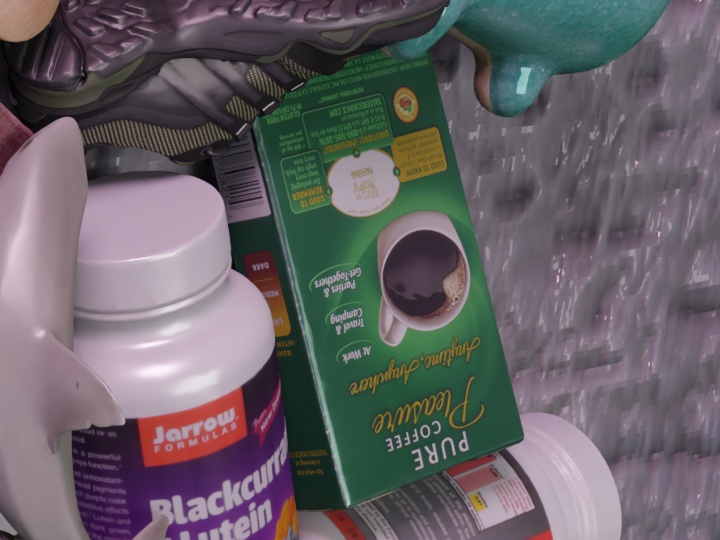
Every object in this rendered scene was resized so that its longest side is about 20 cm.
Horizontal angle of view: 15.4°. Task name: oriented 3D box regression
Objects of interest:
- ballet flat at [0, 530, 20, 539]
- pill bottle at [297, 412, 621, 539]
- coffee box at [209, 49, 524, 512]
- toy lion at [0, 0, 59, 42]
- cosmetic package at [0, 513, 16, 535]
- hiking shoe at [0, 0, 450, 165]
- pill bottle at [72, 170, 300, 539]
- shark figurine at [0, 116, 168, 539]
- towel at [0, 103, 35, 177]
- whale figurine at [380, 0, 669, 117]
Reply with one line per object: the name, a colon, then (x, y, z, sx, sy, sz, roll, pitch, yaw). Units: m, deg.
ballet flat: (-0.152, 0.160, 1.105, 0.072, 0.072, 0.201, -45, 165, -24)
pill bottle: (0.031, 0.140, 1.314, 0.199, 0.115, 0.117, -18, 119, -42)
coffee box: (0.000, 0.000, 1.222, 0.123, 0.044, 0.201, -19, 96, -42)
toy lion: (-0.139, -0.203, 1.035, 0.192, 0.068, 0.200, -59, 138, -21)
cosmetic package: (-0.212, 0.042, 1.062, 0.150, 0.052, 0.201, -26, 124, -36)
hiking shoe: (-0.059, -0.096, 1.131, 0.199, 0.076, 0.101, -13, 150, -17)
pill bottle: (-0.088, 0.064, 1.158, 0.111, 0.111, 0.201, -29, 126, -36)
shark figurine: (-0.108, 0.064, 1.016, 0.128, 0.089, 0.216, -35, 118, -41)
towel: (-0.193, 0.015, 0.984, 0.201, 0.023, 0.144, -61, 163, -8)
whale figurine: (0.080, -0.148, 1.233, 0.200, 0.103, 0.160, -20, 115, -55)
